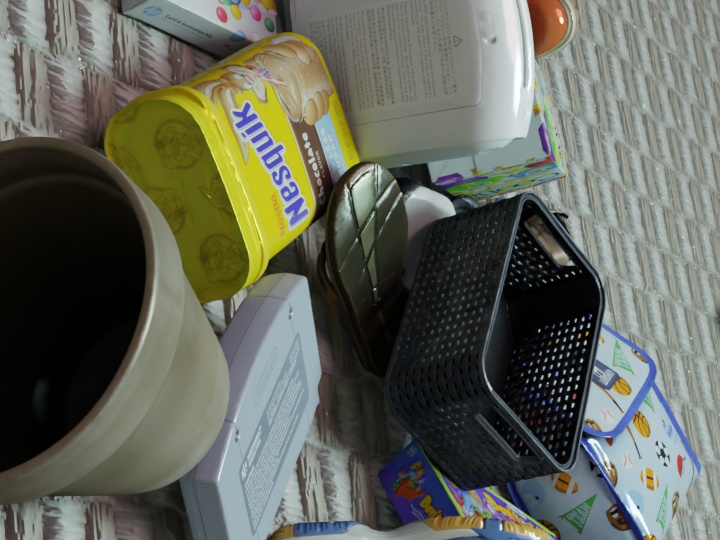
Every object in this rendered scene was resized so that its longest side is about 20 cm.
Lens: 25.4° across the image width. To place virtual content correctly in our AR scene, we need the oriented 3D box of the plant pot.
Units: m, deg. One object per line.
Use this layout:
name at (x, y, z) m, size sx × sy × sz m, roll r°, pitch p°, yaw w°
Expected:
plant pot at (-0.164, 0.049, 0.915) m, size 0.174 × 0.199 × 0.201 m, roll 42°, pitch 38°, yaw -59°

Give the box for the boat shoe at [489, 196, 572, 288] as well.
boat shoe at (0.156, -0.023, 1.449) m, size 0.200 × 0.072 × 0.073 m, roll -79°, pitch 160°, yaw -73°

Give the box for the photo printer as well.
photo printer at (0.043, -0.166, 1.236) m, size 0.069 × 0.199 × 0.167 m, roll -8°, pitch 91°, yaw -52°

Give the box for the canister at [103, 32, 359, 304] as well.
canister at (-0.085, -0.082, 1.165) m, size 0.200 × 0.086 × 0.149 m, roll -43°, pitch 117°, yaw -57°

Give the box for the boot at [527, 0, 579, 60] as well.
boot at (0.090, -0.209, 1.409) m, size 0.107 × 0.199 × 0.075 m, roll -33°, pitch 118°, yaw -52°

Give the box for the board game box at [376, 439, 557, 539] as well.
board game box at (0.111, 0.229, 1.262) m, size 0.200 × 0.045 × 0.135 m, roll 38°, pitch 13°, yaw -39°

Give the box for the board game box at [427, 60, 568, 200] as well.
board game box at (0.116, -0.127, 1.404) m, size 0.200 × 0.103 × 0.105 m, roll 9°, pitch 68°, yaw -78°

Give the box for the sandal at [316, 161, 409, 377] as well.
sandal at (0.000, 0.000, 1.241) m, size 0.082 × 0.054 × 0.200 m, roll -46°, pitch 143°, yaw -27°

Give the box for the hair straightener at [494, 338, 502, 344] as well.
hair straightener at (0.120, 0.049, 1.406) m, size 0.200 × 0.077 × 0.041 m, roll -17°, pitch 71°, yaw -55°

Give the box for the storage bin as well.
storage bin at (0.109, 0.055, 1.248) m, size 0.135 × 0.094 × 0.200 m, roll 48°, pitch 42°, yaw -31°

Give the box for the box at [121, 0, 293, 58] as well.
box at (-0.112, -0.245, 1.269) m, size 0.200 × 0.041 × 0.156 m, roll 19°, pitch 57°, yaw -49°

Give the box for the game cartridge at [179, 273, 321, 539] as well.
game cartridge at (-0.073, 0.101, 1.079) m, size 0.200 × 0.040 × 0.134 m, roll -68°, pitch 162°, yaw -47°

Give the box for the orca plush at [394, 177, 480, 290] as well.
orca plush at (0.056, -0.031, 1.364) m, size 0.200 × 0.105 × 0.071 m, roll 25°, pitch 18°, yaw -51°

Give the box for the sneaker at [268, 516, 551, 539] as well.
sneaker at (0.035, 0.218, 1.110) m, size 0.075 × 0.199 × 0.088 m, roll 84°, pitch 2°, yaw -74°

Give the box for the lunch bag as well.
lunch bag at (0.205, 0.150, 1.427) m, size 0.200 × 0.124 × 0.170 m, roll 61°, pitch 34°, yaw -8°
